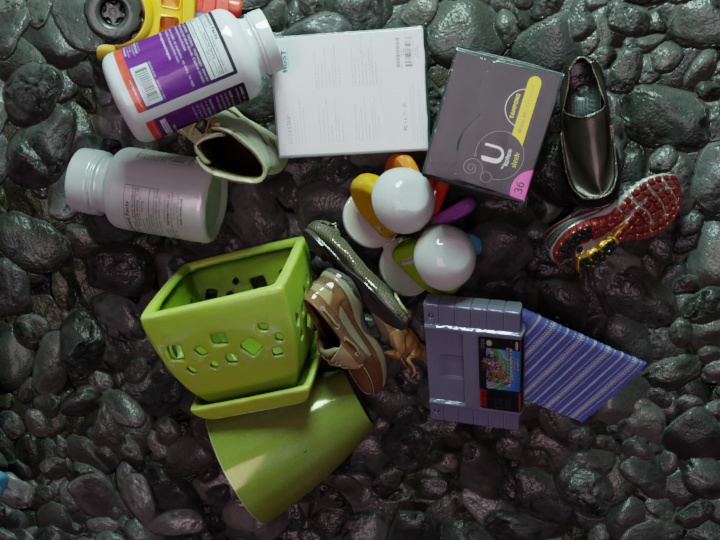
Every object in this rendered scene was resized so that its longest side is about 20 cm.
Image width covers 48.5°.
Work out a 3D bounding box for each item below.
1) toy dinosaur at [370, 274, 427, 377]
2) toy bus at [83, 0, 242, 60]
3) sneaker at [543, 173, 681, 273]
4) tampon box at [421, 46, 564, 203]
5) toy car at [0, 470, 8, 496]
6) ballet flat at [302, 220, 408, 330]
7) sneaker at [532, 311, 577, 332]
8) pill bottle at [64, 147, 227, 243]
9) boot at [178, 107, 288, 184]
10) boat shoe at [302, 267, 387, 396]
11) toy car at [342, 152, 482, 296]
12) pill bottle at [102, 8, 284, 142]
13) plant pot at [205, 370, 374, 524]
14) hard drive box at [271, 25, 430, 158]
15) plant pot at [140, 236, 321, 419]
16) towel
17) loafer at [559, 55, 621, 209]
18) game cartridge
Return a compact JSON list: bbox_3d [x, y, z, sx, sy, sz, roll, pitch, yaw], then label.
[{"bbox_3d":[0.044,0.092,1.142,0.106,0.060,0.200,-41,116,9],"label":"toy dinosaur"},{"bbox_3d":[-0.247,-0.366,1.024,0.191,0.136,0.201,3,105,-8],"label":"toy bus"},{"bbox_3d":[0.328,-0.074,1.048,0.200,0.082,0.078,-26,114,-4],"label":"sneaker"},{"bbox_3d":[0.157,-0.184,0.974,0.126,0.200,0.150,15,107,3],"label":"tampon box"},{"bbox_3d":[-0.620,0.236,1.241,0.184,0.177,0.200,29,79,13],"label":"toy car"},{"bbox_3d":[0.000,0.000,1.059,0.046,0.067,0.200,-36,64,-20],"label":"ballet flat"},{"bbox_3d":[0.214,0.108,1.124,0.199,0.076,0.092,12,129,0],"label":"sneaker"},{"bbox_3d":[-0.293,-0.109,1.100,0.199,0.114,0.115,10,106,5],"label":"pill bottle"},{"bbox_3d":[-0.196,-0.179,1.046,0.200,0.155,0.072,29,106,-2],"label":"boot"},{"bbox_3d":[-0.027,0.092,1.076,0.074,0.076,0.200,-38,122,-28],"label":"boat shoe"},{"bbox_3d":[0.083,-0.065,1.056,0.150,0.175,0.200,-40,98,-21],"label":"toy car"},{"bbox_3d":[-0.198,-0.241,0.963,0.199,0.112,0.113,-24,101,-6],"label":"pill bottle"},{"bbox_3d":[-0.089,0.230,1.147,0.200,0.187,0.188,-29,100,0],"label":"plant pot"},{"bbox_3d":[-0.011,-0.233,1.048,0.199,0.077,0.156,-1,105,8],"label":"hard drive box"},{"bbox_3d":[-0.155,0.084,1.097,0.198,0.200,0.182,-13,111,11],"label":"plant pot"},{"bbox_3d":[0.259,0.129,1.078,0.199,0.024,0.145,23,130,-14],"label":"towel"},{"bbox_3d":[0.278,-0.176,0.999,0.073,0.071,0.201,-11,83,19],"label":"loafer"},{"bbox_3d":[0.151,0.124,1.053,0.129,0.038,0.201,7,125,21],"label":"game cartridge"}]
